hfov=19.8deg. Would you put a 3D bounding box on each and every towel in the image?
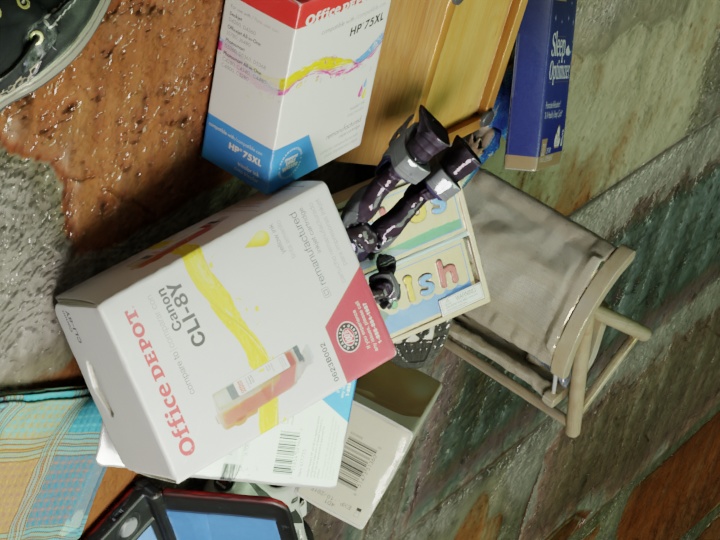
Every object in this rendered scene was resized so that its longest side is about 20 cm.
[{"bbox_3d":[-0.246,0.150,1.518,0.200,0.022,0.147,1,117,-62],"label":"towel"}]

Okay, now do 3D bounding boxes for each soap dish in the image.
[{"bbox_3d":[0.060,-0.184,1.632,0.157,0.081,0.200,-28,143,-48],"label":"soap dish"}]

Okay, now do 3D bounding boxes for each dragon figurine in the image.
[{"bbox_3d":[0.119,-0.130,1.804,0.099,0.059,0.200,2,105,-50],"label":"dragon figurine"}]

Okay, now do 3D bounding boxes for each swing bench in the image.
[{"bbox_3d":[0.142,0.021,1.881,0.130,0.199,0.200,-52,155,-13],"label":"swing bench"}]

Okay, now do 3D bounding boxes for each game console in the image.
[{"bbox_3d":[-0.146,0.269,1.729,0.172,0.119,0.200,-48,153,-22],"label":"game console"}]

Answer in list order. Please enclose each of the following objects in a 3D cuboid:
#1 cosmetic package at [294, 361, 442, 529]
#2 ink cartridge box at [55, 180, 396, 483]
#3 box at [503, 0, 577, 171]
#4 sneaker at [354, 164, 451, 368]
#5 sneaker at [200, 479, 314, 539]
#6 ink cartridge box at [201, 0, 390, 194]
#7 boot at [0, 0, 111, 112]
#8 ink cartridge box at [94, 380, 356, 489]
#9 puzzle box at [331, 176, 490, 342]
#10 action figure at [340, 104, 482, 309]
[{"bbox_3d":[0.010,0.149,1.860,0.105,0.071,0.200,-63,176,11],"label":"cosmetic package"},{"bbox_3d":[-0.095,0.042,1.475,0.200,0.083,0.145,-29,105,-26],"label":"ink cartridge box"},{"bbox_3d":[0.153,-0.185,1.720,0.121,0.032,0.200,-22,116,-74],"label":"box"},{"bbox_3d":[0.046,-0.019,1.743,0.089,0.077,0.200,-26,112,-74],"label":"sneaker"},{"bbox_3d":[-0.074,0.206,1.843,0.089,0.074,0.200,-55,156,-1],"label":"sneaker"},{"bbox_3d":[-0.041,-0.168,1.476,0.116,0.067,0.200,-32,144,-44],"label":"ink cartridge box"},{"bbox_3d":[-0.221,-0.153,1.140,0.204,0.073,0.154,-48,159,-14],"label":"boot"},{"bbox_3d":[-0.109,0.096,1.562,0.200,0.068,0.116,9,94,-28],"label":"ink cartridge box"},{"bbox_3d":[0.000,0.000,1.644,0.200,0.025,0.133,-23,113,-16],"label":"puzzle box"},{"bbox_3d":[0.003,-0.032,1.584,0.200,0.069,0.130,-45,123,9],"label":"action figure"}]
